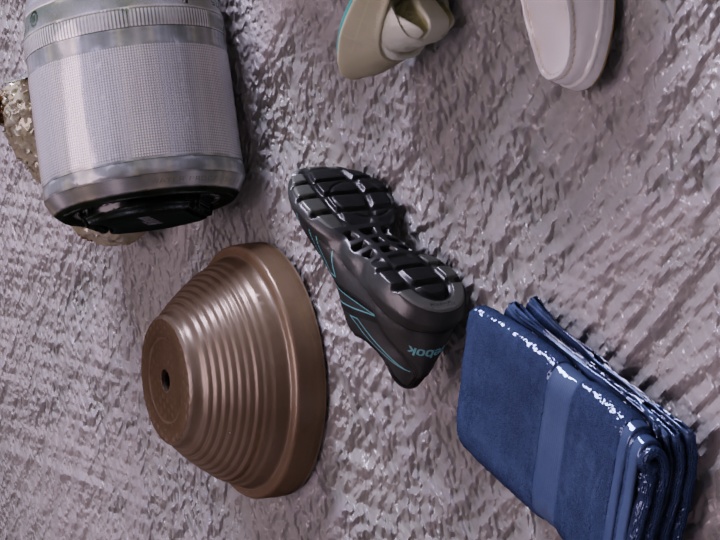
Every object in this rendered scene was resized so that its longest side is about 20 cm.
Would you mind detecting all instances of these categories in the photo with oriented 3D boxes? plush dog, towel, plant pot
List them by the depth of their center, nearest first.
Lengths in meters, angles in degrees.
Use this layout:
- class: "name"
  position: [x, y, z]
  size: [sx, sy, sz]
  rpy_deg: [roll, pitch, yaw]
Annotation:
- class: "towel"
  position: [0.126, 0.101, 1.276]
  size: [0.200, 0.049, 0.112]
  rpy_deg: [40, 129, 53]
- class: "plant pot"
  position: [-0.111, 0.080, 1.679]
  size: [0.201, 0.093, 0.201]
  rpy_deg: [15, 106, 62]
- class: "plush dog"
  position: [-0.237, -0.099, 1.862]
  size: [0.172, 0.160, 0.200]
  rpy_deg: [59, 154, -7]

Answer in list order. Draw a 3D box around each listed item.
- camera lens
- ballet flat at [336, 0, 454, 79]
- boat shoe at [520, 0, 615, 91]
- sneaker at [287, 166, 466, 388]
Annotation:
- class: "camera lens"
  position: [-0.180, -0.136, 1.699]
  size: [0.160, 0.160, 0.200]
  rpy_deg: [-21, 76, 62]
- class: "ballet flat"
  position: [0.038, -0.187, 1.385]
  size: [0.069, 0.069, 0.200]
  rpy_deg: [61, 144, 38]
- class: "boat shoe"
  position: [0.098, -0.202, 1.255]
  size: [0.071, 0.069, 0.200]
  rpy_deg: [-14, 83, 60]
- class: "sneaker"
  position: [0.000, 0.000, 1.473]
  size: [0.200, 0.075, 0.079]
  rpy_deg: [54, 142, 45]
